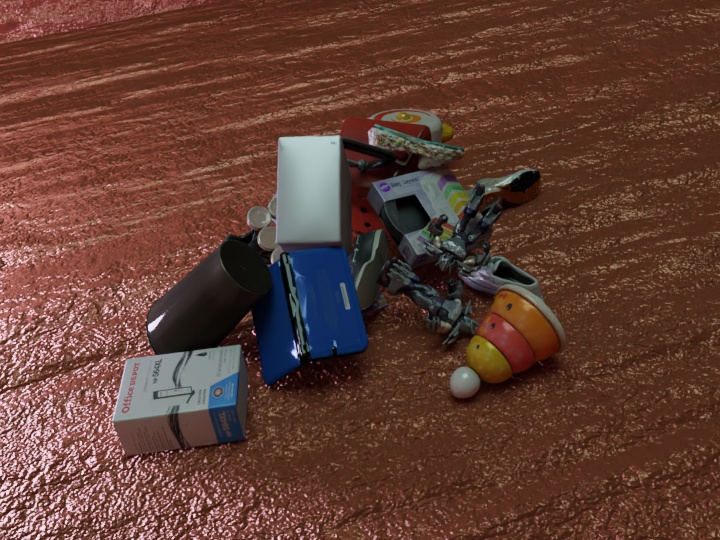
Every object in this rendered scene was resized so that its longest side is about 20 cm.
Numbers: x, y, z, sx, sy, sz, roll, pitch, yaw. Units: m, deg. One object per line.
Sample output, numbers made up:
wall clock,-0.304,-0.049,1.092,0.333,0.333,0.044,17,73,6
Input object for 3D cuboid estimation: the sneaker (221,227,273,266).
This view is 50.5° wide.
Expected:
sneaker,-0.186,-0.050,1.571,0.198,0.088,0.076,-13,37,-7

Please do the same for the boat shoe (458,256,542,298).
boat shoe,0.261,0.006,1.423,0.073,0.067,0.199,-32,41,-29

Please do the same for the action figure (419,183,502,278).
action figure,0.190,-0.066,1.404,0.130,0.069,0.200,37,55,1

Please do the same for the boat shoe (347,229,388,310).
boat shoe,0.000,0.000,1.398,0.062,0.073,0.201,-2,40,21

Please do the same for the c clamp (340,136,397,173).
c clamp,-0.036,-0.226,1.492,0.198,0.027,0.170,9,-15,-28

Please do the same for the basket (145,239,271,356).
basket,-0.257,0.050,1.329,0.200,0.136,0.181,-41,17,27

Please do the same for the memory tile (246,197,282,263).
memory tile,-0.127,-0.064,1.551,0.152,0.017,0.201,-27,77,-24

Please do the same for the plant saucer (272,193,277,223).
plant saucer,-0.120,-0.167,1.758,0.198,0.039,0.202,-5,37,4

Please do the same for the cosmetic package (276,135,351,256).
cosmetic package,-0.084,-0.121,1.439,0.121,0.200,0.202,-1,76,3

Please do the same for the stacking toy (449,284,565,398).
stacking toy,0.223,0.134,1.247,0.200,0.147,0.146,-42,46,-15

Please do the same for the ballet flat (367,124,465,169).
ballet flat,0.107,-0.238,1.526,0.198,0.065,0.076,16,9,5

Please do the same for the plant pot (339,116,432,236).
plant pot,0.039,-0.188,1.643,0.198,0.201,0.177,11,51,23

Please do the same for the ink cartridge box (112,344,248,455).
ink cartridge box,-0.289,0.209,1.248,0.197,0.085,0.147,-7,37,-1

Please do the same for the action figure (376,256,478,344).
action figure,0.125,0.052,1.354,0.199,0.070,0.130,32,31,8

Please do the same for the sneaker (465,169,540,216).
sneaker,0.304,-0.184,1.680,0.198,0.076,0.092,-22,34,-20

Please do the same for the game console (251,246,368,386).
game console,-0.095,0.078,1.321,0.169,0.119,0.202,-7,65,-15

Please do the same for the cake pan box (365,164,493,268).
cake pan box,0.131,-0.108,1.486,0.198,0.053,0.185,-15,60,-28

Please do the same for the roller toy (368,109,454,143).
roller toy,0.103,-0.301,1.792,0.198,0.141,0.182,14,32,27

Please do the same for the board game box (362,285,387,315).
board game box,-0.044,0.030,1.422,0.157,0.039,0.199,29,29,29
